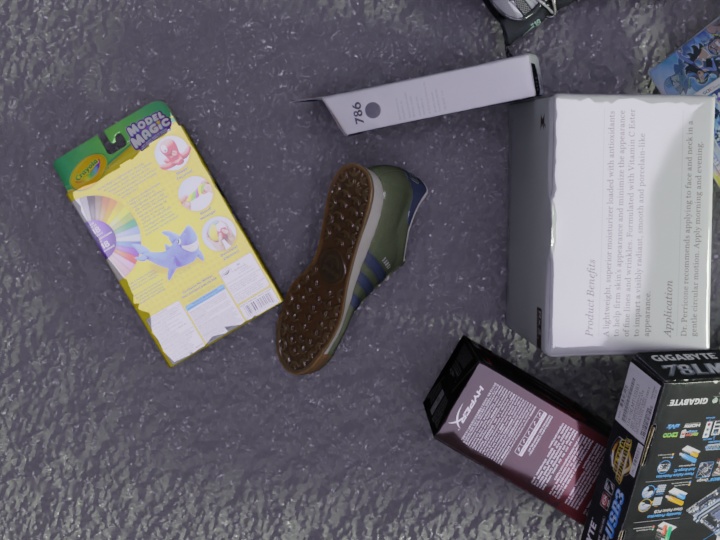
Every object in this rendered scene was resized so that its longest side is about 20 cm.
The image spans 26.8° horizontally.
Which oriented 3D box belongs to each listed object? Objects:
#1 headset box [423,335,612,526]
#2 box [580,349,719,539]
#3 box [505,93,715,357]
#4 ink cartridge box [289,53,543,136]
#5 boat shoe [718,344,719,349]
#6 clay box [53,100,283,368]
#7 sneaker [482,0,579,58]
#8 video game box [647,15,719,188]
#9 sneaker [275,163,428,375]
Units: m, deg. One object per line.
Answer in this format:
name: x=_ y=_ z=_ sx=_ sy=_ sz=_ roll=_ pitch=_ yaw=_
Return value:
headset box: x=0.157 y=0.144 z=1.263 sx=0.199 sy=0.149 sz=0.075 roll=31 pitch=94 yaw=-3
box: x=0.276 y=0.157 z=1.173 sx=0.199 sy=0.050 sz=0.200 roll=-2 pitch=118 yaw=-27
box: x=0.196 y=-0.041 z=1.225 sx=0.130 sy=0.200 sz=0.201 roll=0 pitch=95 yaw=-4
ink cartridge box: x=0.049 y=-0.141 z=1.244 sx=0.199 sy=0.099 sz=0.040 roll=-9 pitch=96 yaw=12
boat shoe: x=0.381 y=0.014 z=1.294 sx=0.067 sy=0.057 sz=0.201 roll=45 pitch=107 yaw=33
clay box: x=-0.163 y=-0.033 z=1.287 sx=0.114 sy=0.048 sz=0.201 roll=-30 pitch=94 yaw=0
sneaker: x=0.165 y=-0.231 z=1.277 sx=0.199 sy=0.078 sz=0.141 roll=23 pitch=95 yaw=6
video game box: x=0.354 y=-0.129 z=1.216 sx=0.182 sy=0.047 sz=0.201 roll=-37 pitch=80 yaw=40
sneaker: x=0.000 y=0.000 z=1.285 sx=0.067 sy=0.089 sz=0.201 roll=40 pitch=122 yaw=35
